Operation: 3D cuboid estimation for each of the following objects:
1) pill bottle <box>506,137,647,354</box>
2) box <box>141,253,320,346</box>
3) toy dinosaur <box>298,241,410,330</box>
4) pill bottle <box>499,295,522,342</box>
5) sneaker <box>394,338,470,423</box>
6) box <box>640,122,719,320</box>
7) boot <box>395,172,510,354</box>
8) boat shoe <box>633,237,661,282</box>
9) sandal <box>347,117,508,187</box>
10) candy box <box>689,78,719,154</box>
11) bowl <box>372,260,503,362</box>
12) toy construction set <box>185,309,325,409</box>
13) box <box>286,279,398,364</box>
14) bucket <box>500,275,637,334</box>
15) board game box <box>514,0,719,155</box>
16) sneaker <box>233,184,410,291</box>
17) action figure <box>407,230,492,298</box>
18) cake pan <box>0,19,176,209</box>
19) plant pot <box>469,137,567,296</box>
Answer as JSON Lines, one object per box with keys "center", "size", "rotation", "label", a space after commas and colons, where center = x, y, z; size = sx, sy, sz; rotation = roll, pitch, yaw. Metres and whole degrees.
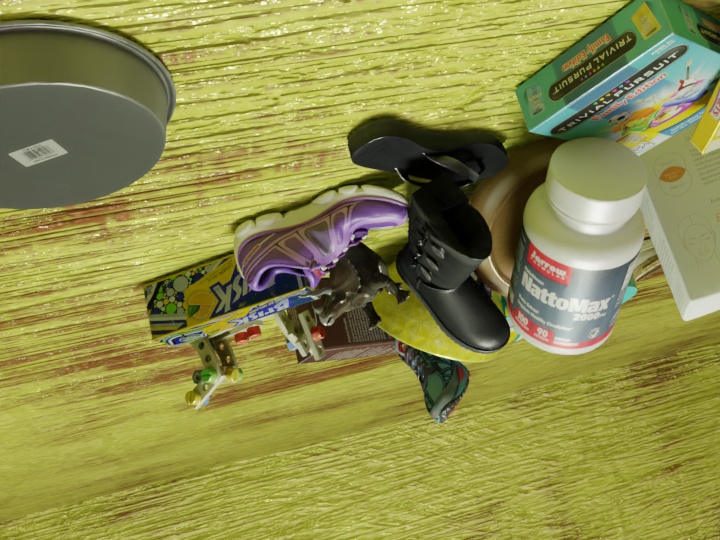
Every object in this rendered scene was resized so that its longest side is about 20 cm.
{"center": [0.215, -0.023, 0.803], "size": [0.117, 0.121, 0.203], "rotation": [-12, 137, -10], "label": "pill bottle"}
{"center": [-0.150, 0.025, 0.947], "size": [0.196, 0.072, 0.064], "rotation": [-19, 165, 11], "label": "box"}
{"center": [0.000, 0.000, 0.945], "size": [0.076, 0.102, 0.201], "rotation": [-35, -159, 22], "label": "toy dinosaur"}
{"center": [0.165, 0.071, 1.290], "size": [0.196, 0.115, 0.113], "rotation": [-8, 161, -25], "label": "pill bottle"}
{"center": [0.083, 0.124, 1.085], "size": [0.094, 0.201, 0.080], "rotation": [27, 113, -17], "label": "sneaker"}
{"center": [0.411, -0.069, 0.925], "size": [0.149, 0.204, 0.106], "rotation": [-19, 161, 13], "label": "box"}
{"center": [0.110, 0.002, 0.842], "size": [0.066, 0.164, 0.201], "rotation": [-47, 171, -19], "label": "boot"}
{"center": [0.546, -0.033, 1.379], "size": [0.196, 0.068, 0.074], "rotation": [-20, 162, 13], "label": "boat shoe"}
{"center": [0.069, -0.104, 0.790], "size": [0.197, 0.044, 0.076], "rotation": [-1, 157, -40], "label": "sandal"}
{"center": [0.360, -0.191, 0.688], "size": [0.100, 0.027, 0.202], "rotation": [-23, 147, -18], "label": "candy box"}
{"center": [0.111, 0.025, 1.076], "size": [0.197, 0.199, 0.110], "rotation": [1, 114, -41], "label": "bowl"}
{"center": [-0.145, 0.086, 1.035], "size": [0.196, 0.134, 0.092], "rotation": [-19, 163, 10], "label": "toy construction set"}
{"center": [-0.004, 0.070, 1.162], "size": [0.197, 0.102, 0.075], "rotation": [0, 158, -39], "label": "box"}
{"center": [0.274, -0.005, 1.114], "size": [0.202, 0.138, 0.208], "rotation": [-14, 161, -5], "label": "bucket"}
{"center": [0.262, -0.172, 0.744], "size": [0.197, 0.048, 0.150], "rotation": [0, 156, -42], "label": "board game box"}
{"center": [-0.037, -0.029, 0.861], "size": [0.196, 0.085, 0.081], "rotation": [-19, 163, 8], "label": "sneaker"}
{"center": [0.137, -0.037, 0.957], "size": [0.199, 0.131, 0.070], "rotation": [-37, -165, 20], "label": "action figure"}
{"center": [-0.225, -0.098, 0.565], "size": [0.196, 0.038, 0.201], "rotation": [-14, 162, -4], "label": "cake pan"}
{"center": [0.212, -0.048, 0.901], "size": [0.195, 0.028, 0.204], "rotation": [-6, 121, -10], "label": "plant pot"}
